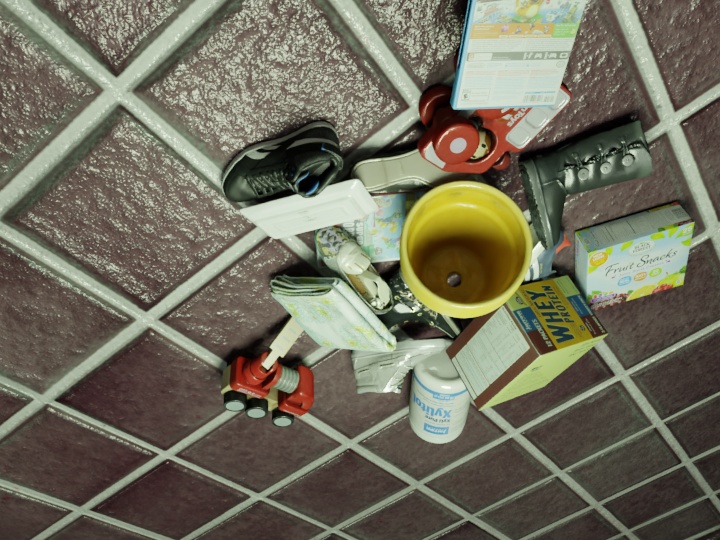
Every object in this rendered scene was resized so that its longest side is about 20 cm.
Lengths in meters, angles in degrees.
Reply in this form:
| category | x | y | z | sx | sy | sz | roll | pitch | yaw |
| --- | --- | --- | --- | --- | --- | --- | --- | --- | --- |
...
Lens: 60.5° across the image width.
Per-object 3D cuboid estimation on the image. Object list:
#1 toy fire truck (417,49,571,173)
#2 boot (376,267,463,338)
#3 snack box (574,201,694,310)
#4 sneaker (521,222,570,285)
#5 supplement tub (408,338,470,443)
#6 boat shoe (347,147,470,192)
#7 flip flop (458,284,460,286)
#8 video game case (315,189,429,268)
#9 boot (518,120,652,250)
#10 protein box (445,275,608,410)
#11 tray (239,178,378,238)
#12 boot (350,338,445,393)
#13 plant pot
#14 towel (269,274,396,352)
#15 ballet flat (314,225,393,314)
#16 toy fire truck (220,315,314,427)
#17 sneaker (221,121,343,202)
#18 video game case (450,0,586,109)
| category | x | y | z | sx | sy | sz | roll | pitch | yaw |
| --- | --- | --- | --- | --- | --- | --- | --- | --- | --- |
| toy fire truck | 0.187 | -0.217 | 0.893 | 0.166 | 0.113 | 0.200 | 23 | 124 | -30 |
| boot | 0.089 | 0.085 | 1.173 | 0.153 | 0.074 | 0.203 | -33 | 125 | 21 |
| snack box | 0.512 | -0.022 | 1.171 | 0.197 | 0.068 | 0.170 | -17 | 133 | 1 |
| sneaker | 0.307 | 0.001 | 1.140 | 0.084 | 0.076 | 0.201 | 24 | 123 | -24 |
| supplement tub | 0.169 | 0.254 | 1.299 | 0.129 | 0.133 | 0.202 | -6 | 132 | -7 |
| boat shoe | 0.074 | -0.157 | 0.970 | 0.196 | 0.057 | 0.068 | -7 | 97 | -11 |
| flip flop | 0.225 | -0.009 | 1.119 | 0.057 | 0.082 | 0.200 | 33 | 117 | -15 |
| video game case | 0.021 | -0.072 | 1.051 | 0.196 | 0.018 | 0.145 | -7 | 132 | -7 |
| boot | 0.377 | -0.138 | 1.017 | 0.197 | 0.066 | 0.167 | -19 | 113 | 2 |
| protein box | 0.306 | 0.134 | 1.159 | 0.196 | 0.136 | 0.201 | -9 | 148 | -35 |
| tray | -0.078 | -0.088 | 0.959 | 0.197 | 0.023 | 0.107 | -13 | 157 | 16 |
| boot | 0.078 | 0.192 | 1.215 | 0.197 | 0.097 | 0.073 | -13 | 167 | 24 |
| plant pot | 0.160 | -0.012 | 0.995 | 0.197 | 0.204 | 0.189 | -12 | 161 | -1 |
| towel | -0.051 | 0.081 | 1.088 | 0.169 | 0.049 | 0.200 | 3 | 145 | 43 |
| ballet flat | 0.000 | 0.000 | 1.036 | 0.071 | 0.073 | 0.201 | -27 | 123 | 13 |
| toy fire truck | -0.150 | 0.191 | 1.196 | 0.175 | 0.130 | 0.199 | 28 | 131 | -32 |
| sneaker | -0.119 | -0.137 | 0.897 | 0.198 | 0.113 | 0.073 | -27 | 131 | 12 |
| video game case | 0.191 | -0.288 | 0.735 | 0.140 | 0.018 | 0.202 | -4 | 135 | -9 |
